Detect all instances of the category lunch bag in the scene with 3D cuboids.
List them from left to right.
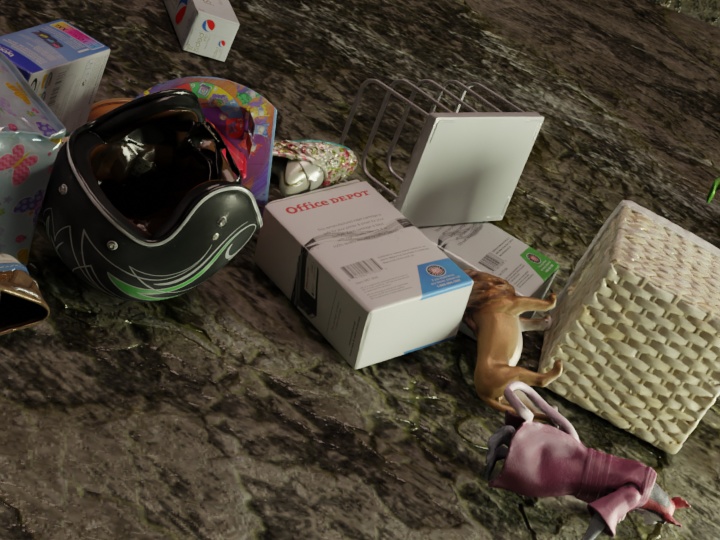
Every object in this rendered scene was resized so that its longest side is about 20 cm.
[{"bbox_3d":[-0.385,-0.114,1.476,0.127,0.170,0.200,-2,39,-39],"label":"lunch bag"}]

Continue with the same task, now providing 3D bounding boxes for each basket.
[{"bbox_3d":[0.326,0.068,1.759,0.199,0.199,0.161,29,29,-1],"label":"basket"}]

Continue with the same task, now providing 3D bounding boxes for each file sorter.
[{"bbox_3d":[0.088,-0.144,1.823,0.200,0.139,0.124,-6,36,-47],"label":"file sorter"}]

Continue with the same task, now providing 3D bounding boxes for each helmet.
[{"bbox_3d":[-0.209,-0.063,1.515,0.190,0.200,0.200,-28,43,-6],"label":"helmet"}]

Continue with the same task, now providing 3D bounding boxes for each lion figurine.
[{"bbox_3d":[0.150,0.083,1.683,0.122,0.073,0.201,1,52,-3],"label":"lion figurine"}]

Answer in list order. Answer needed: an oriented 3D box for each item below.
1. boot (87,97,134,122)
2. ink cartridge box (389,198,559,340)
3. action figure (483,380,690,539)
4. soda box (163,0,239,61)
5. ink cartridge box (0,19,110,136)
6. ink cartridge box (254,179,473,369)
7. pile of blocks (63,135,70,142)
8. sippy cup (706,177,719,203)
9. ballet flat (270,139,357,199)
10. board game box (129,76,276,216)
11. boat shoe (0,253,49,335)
[{"bbox_3d":[-0.224,-0.112,1.755,0.199,0.077,0.155,26,28,-17],"label":"boot"},{"bbox_3d":[0.115,-0.006,1.837,0.200,0.083,0.147,32,26,12],"label":"ink cartridge box"},{"bbox_3d":[0.220,0.190,1.495,0.199,0.150,0.134,14,17,8],"label":"action figure"},{"bbox_3d":[-0.234,-0.379,2.261,0.068,0.064,0.200,14,28,-25],"label":"soda box"},{"bbox_3d":[-0.361,-0.179,1.662,0.076,0.137,0.200,28,24,10],"label":"ink cartridge box"},{"bbox_3d":[0.000,0.000,1.684,0.144,0.084,0.200,-15,45,-35],"label":"ink cartridge box"},{"bbox_3d":[-0.309,-0.096,1.608,0.062,0.082,0.200,50,8,12],"label":"pile of blocks"},{"bbox_3d":[0.635,-0.082,2.437,0.177,0.140,0.130,-6,23,29],"label":"sippy cup"},{"bbox_3d":[-0.102,-0.110,1.715,0.199,0.076,0.064,6,51,-9],"label":"ballet flat"},{"bbox_3d":[-0.170,-0.106,1.631,0.157,0.201,0.039,2,36,-9],"label":"board game box"},{"bbox_3d":[-0.344,0.031,1.347,0.072,0.072,0.200,37,27,20],"label":"boat shoe"}]
